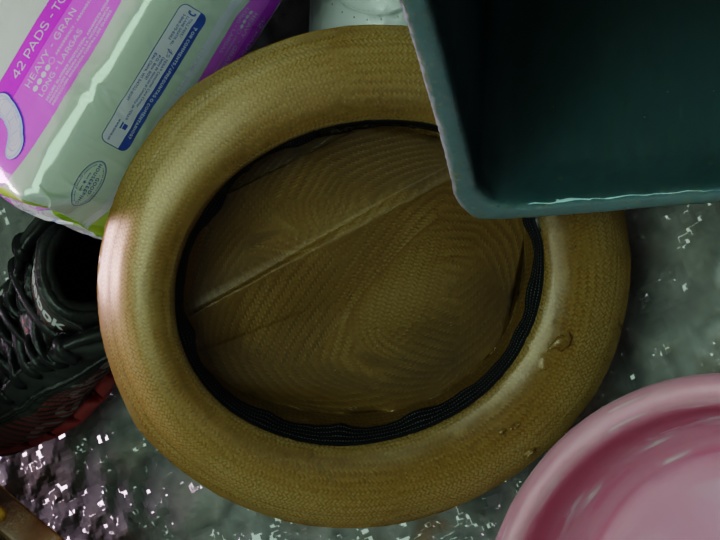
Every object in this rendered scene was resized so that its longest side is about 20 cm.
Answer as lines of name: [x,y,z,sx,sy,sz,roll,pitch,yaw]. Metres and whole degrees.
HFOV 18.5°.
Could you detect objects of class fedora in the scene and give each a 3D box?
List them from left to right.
fedora: [0.000,0.000,0.844,0.200,0.082,0.201,0,97,-2]

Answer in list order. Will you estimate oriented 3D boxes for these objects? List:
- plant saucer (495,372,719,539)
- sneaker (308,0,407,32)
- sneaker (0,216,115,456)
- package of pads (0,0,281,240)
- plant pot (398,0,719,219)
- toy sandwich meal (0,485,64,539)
plant saucer: [0.141,0.136,0.800,0.200,0.051,0.201,0,90,28]
sneaker: [0.010,-0.154,0.848,0.078,0.099,0.200,17,98,26]
sneaker: [-0.123,0.017,0.922,0.200,0.098,0.071,-34,75,27]
package of pads: [-0.128,-0.115,0.872,0.200,0.068,0.155,36,96,37]
plant pot: [0.116,-0.155,0.725,0.196,0.196,0.200,-4,62,10]
toy sandwich meal: [-0.192,0.084,0.919,0.070,0.205,0.205,-40,67,-15]
